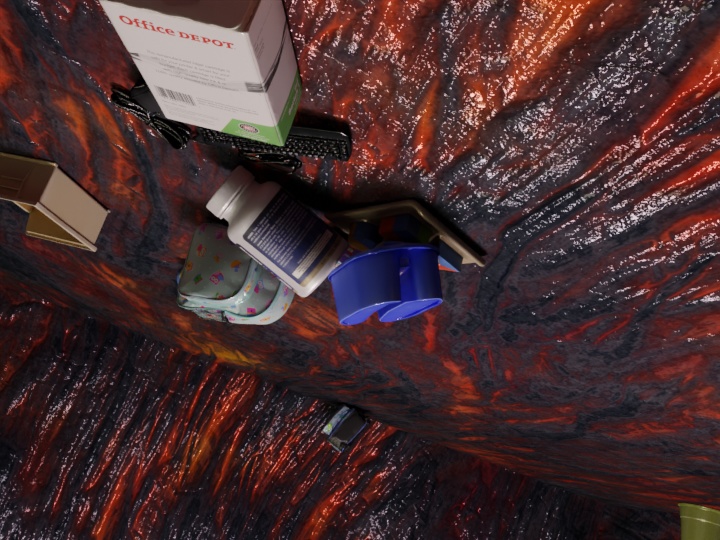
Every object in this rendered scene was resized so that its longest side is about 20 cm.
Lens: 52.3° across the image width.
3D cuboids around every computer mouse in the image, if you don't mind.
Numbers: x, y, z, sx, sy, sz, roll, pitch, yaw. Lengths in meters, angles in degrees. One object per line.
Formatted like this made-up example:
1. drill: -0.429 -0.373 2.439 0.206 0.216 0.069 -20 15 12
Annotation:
1. computer mouse: -0.237 -0.199 0.947 0.140 0.046 0.200 33 157 -34

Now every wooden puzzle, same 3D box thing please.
1. wooden puzzle: 0.063 -0.039 1.120 0.200 0.046 0.185 0 155 44

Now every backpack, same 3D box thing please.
1. backpack: -0.069 0.646 3.035 0.147 0.183 0.200 41 167 6
2. backpack: -0.220 0.008 1.330 0.199 0.176 0.153 11 165 9

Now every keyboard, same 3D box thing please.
1. keyboard: -0.109 -0.152 0.930 0.199 0.040 0.104 9 168 8

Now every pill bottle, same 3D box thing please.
1. pill bottle: -0.127 -0.062 1.095 0.200 0.111 0.111 40 158 -9

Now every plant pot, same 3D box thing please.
1. plant pot: 1.245 0.969 2.665 0.199 0.191 0.200 17 161 6

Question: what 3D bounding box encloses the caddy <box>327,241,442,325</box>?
1. caddy: 0.035 0.012 1.072 0.141 0.105 0.200 -2 165 -24

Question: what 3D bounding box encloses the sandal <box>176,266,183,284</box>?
1. sandal: -0.403 0.042 1.765 0.087 0.080 0.200 17 161 15

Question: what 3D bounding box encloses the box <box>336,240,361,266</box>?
1. box: 0.000 0.000 1.266 0.200 0.039 0.137 33 170 -37

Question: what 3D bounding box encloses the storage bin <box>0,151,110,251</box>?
1. storage bin: -0.635 -0.137 1.438 0.198 0.094 0.200 12 161 18

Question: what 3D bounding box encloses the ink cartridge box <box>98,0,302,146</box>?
1. ink cartridge box: -0.147 -0.222 0.733 0.146 0.085 0.200 15 161 8
